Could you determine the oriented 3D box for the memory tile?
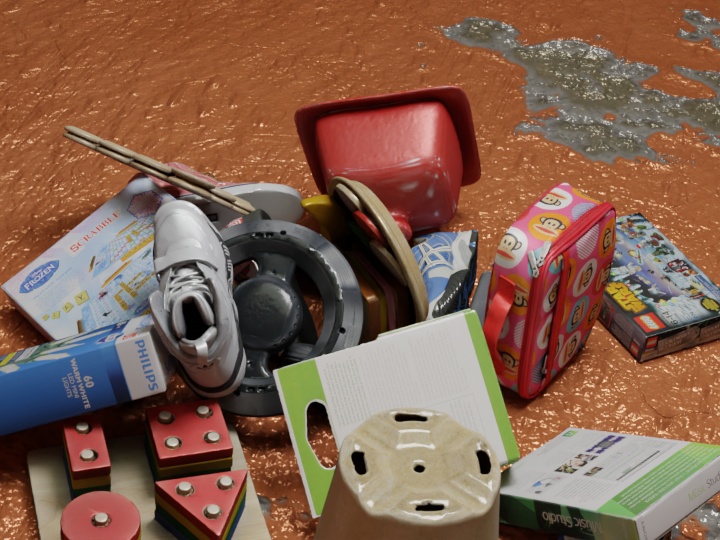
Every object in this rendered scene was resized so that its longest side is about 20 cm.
[{"bbox_3d":[-0.217,-0.108,1.573,0.199,0.017,0.153,24,0,26],"label":"memory tile"}]

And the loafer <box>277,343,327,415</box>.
[{"bbox_3d":[0.015,0.117,1.450,0.199,0.068,0.071,20,40,6],"label":"loafer"}]

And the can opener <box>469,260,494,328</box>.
[{"bbox_3d":[0.160,0.032,1.598,0.066,0.054,0.200,13,38,9],"label":"can opener"}]

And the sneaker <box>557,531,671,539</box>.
[{"bbox_3d":[0.208,0.272,1.283,0.088,0.076,0.200,13,28,24],"label":"sneaker"}]

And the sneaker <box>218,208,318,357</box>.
[{"bbox_3d":[-0.117,0.043,1.538,0.107,0.067,0.202,-26,66,13],"label":"sneaker"}]

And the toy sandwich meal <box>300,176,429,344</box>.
[{"bbox_3d":[0.000,0.000,1.499,0.070,0.206,0.205,-28,46,-14],"label":"toy sandwich meal"}]

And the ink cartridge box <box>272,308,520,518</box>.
[{"bbox_3d":[0.032,0.136,1.365,0.199,0.076,0.149,-16,80,-4],"label":"ink cartridge box"}]

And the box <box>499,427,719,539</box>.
[{"bbox_3d":[0.222,0.196,1.326,0.144,0.037,0.199,-26,15,-35],"label":"box"}]

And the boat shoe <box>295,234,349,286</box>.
[{"bbox_3d":[-0.051,-0.012,1.617,0.199,0.060,0.072,8,-6,-3],"label":"boat shoe"}]

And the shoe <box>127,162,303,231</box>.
[{"bbox_3d":[-0.171,-0.087,1.688,0.199,0.072,0.091,-8,42,-14],"label":"shoe"}]

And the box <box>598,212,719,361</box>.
[{"bbox_3d":[0.319,0.015,1.657,0.136,0.040,0.200,-14,42,-24],"label":"box"}]

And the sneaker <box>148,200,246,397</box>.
[{"bbox_3d":[-0.158,0.012,1.355,0.075,0.115,0.201,-15,70,-1],"label":"sneaker"}]

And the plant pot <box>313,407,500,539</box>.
[{"bbox_3d":[0.039,0.225,1.213,0.199,0.184,0.201,4,37,-3],"label":"plant pot"}]

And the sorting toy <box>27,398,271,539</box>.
[{"bbox_3d":[-0.188,0.204,1.300,0.199,0.070,0.199,-6,39,-17],"label":"sorting toy"}]

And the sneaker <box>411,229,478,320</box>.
[{"bbox_3d":[0.084,0.018,1.598,0.076,0.076,0.200,5,27,9],"label":"sneaker"}]

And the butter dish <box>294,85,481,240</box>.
[{"bbox_3d":[0.035,-0.097,1.643,0.199,0.200,0.149,-6,58,8],"label":"butter dish"}]

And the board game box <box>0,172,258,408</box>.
[{"bbox_3d":[-0.239,0.015,1.507,0.200,0.041,0.199,-40,54,-17],"label":"board game box"}]

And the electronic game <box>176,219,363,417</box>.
[{"bbox_3d":[-0.096,0.045,1.422,0.199,0.042,0.201,-2,71,4],"label":"electronic game"}]

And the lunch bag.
[{"bbox_3d":[0.183,0.026,1.487,0.082,0.201,0.176,27,44,28],"label":"lunch bag"}]

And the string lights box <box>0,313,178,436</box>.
[{"bbox_3d":[-0.276,0.100,1.353,0.199,0.059,0.103,-16,10,3],"label":"string lights box"}]
